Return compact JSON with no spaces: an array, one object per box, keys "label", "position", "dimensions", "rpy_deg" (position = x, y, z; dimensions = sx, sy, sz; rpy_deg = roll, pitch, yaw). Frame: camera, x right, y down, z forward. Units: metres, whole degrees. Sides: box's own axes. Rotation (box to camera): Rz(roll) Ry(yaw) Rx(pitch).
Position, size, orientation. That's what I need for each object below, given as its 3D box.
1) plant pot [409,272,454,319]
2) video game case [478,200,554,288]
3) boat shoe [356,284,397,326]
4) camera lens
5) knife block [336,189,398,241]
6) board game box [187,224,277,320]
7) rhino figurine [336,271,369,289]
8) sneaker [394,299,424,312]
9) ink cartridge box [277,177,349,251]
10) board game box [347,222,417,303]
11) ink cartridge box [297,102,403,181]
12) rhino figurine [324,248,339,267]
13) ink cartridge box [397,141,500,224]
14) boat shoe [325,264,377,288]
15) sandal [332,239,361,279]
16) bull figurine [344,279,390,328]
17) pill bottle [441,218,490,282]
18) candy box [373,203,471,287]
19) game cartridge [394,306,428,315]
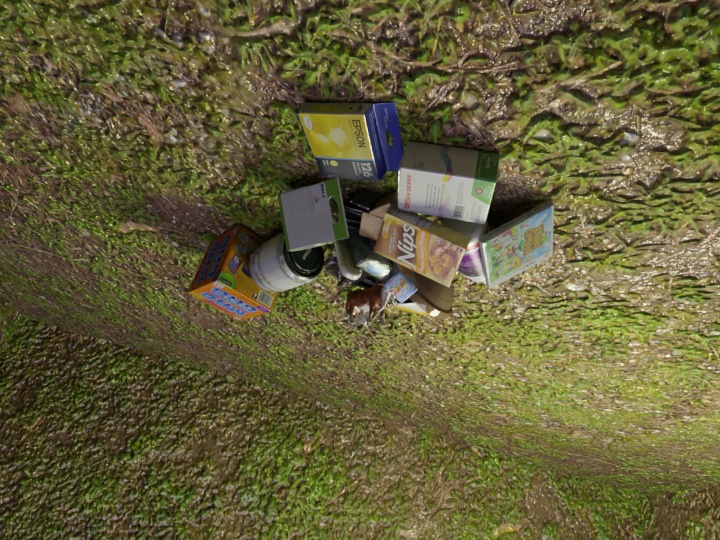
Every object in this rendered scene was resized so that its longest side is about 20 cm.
[{"label":"plant pot","position":[0.196,0.032,1.417],"dimensions":[0.200,0.201,0.093],"rpy_deg":[32,111,-26]},{"label":"video game case","position":[0.370,-0.054,1.195],"dimensions":[0.181,0.022,0.200],"rpy_deg":[-28,142,0]},{"label":"boat shoe","position":[0.072,0.084,1.471],"dimensions":[0.086,0.202,0.075],"rpy_deg":[39,166,34]},{"label":"camera lens","position":[-0.215,-0.027,1.494],"dimensions":[0.160,0.161,0.199],"rpy_deg":[35,146,-31]},{"label":"knife block","position":[0.037,-0.112,1.265],"dimensions":[0.175,0.064,0.201],"rpy_deg":[-22,112,35]},{"label":"board game box","position":[-0.381,0.013,1.605],"dimensions":[0.199,0.201,0.199],"rpy_deg":[35,147,-31]},{"label":"rhino figurine","position":[0.000,0.000,1.415],"dimensions":[0.060,0.199,0.087],"rpy_deg":[53,139,7]},{"label":"sneaker","position":[0.148,0.095,1.553],"dimensions":[0.198,0.073,0.085],"rpy_deg":[12,151,6]},{"label":"ink cartridge box","position":[-0.100,-0.136,1.255],"dimensions":[0.199,0.149,0.076],"rpy_deg":[-8,-177,35]},{"label":"board game box","position":[0.066,-0.023,1.300],"dimensions":[0.199,0.201,0.062],"rpy_deg":[29,119,-36]},{"label":"ink cartridge box","position":[-0.013,-0.272,1.095],"dimensions":[0.198,0.047,0.198],"rpy_deg":[8,150,18]},{"label":"rhino figurine","position":[-0.046,-0.051,1.453],"dimensions":[0.060,0.087,0.200],"rpy_deg":[51,144,-6]},{"label":"ink cartridge box","position":[0.185,-0.188,1.096],"dimensions":[0.198,0.085,0.145],"rpy_deg":[10,150,9]},{"label":"boat shoe","position":[-0.018,0.024,1.590],"dimensions":[0.198,0.057,0.067],"rpy_deg":[11,152,9]},{"label":"sandal","position":[-0.040,-0.037,1.291],"dimensions":[0.082,0.203,0.050],"rpy_deg":[29,117,-18]},{"label":"bull figurine","position":[0.029,0.089,1.384],"dimensions":[0.065,0.122,0.199],"rpy_deg":[23,157,-33]},{"label":"pill bottle","position":[0.275,-0.056,1.251],"dimensions":[0.112,0.113,0.200],"rpy_deg":[-1,146,28]},{"label":"candy box","position":[0.139,-0.058,1.171],"dimensions":[0.199,0.055,0.116],"rpy_deg":[25,129,12]},{"label":"game cartridge","position":[0.164,0.076,1.623],"dimensions":[0.175,0.033,0.200],"rpy_deg":[16,153,0]}]
